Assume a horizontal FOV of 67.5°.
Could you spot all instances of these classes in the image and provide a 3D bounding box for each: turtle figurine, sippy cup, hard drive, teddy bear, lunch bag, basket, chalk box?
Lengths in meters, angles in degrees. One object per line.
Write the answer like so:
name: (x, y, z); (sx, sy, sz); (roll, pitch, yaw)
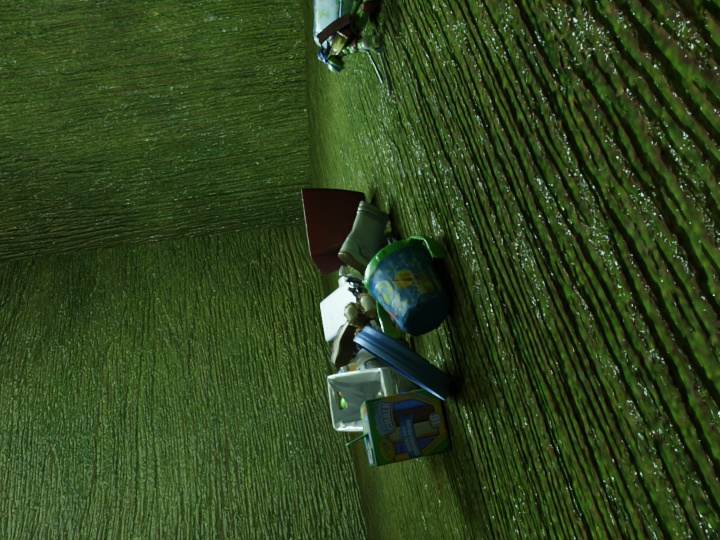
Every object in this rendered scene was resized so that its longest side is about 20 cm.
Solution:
turtle figurine: (0.022, -0.495, 1.123); (0.197, 0.197, 0.144); (-68, -9, 24)
sippy cup: (0.091, 0.038, 0.954); (0.180, 0.137, 0.131); (74, 168, -46)
hard drive: (-0.059, 0.124, 1.683); (0.199, 0.025, 0.135); (-39, 55, 47)
teddy bear: (0.047, 0.131, 1.254); (0.146, 0.198, 0.067); (-52, 11, 27)
lunch bag: (-0.035, -0.607, 1.194); (0.162, 0.081, 0.202); (-57, -14, -32)
basket: (0.033, 0.301, 1.277); (0.198, 0.122, 0.139); (-17, 78, 43)
chalk box: (0.065, 0.320, 1.088); (0.125, 0.195, 0.127); (108, 153, -70)

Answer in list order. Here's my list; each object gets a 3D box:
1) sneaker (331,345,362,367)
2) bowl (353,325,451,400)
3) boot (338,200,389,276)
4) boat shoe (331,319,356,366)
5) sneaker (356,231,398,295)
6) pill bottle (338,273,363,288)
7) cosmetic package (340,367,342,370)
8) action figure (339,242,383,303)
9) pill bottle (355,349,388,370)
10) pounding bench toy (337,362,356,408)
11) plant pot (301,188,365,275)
sneaker: (-0.003, 0.221, 1.603); (0.074, 0.199, 0.081); (41, 161, 28)
bowl: (0.079, 0.166, 0.984); (0.040, 0.199, 0.201); (-57, 4, -9)
boot: (0.037, -0.063, 1.338); (0.199, 0.071, 0.158); (36, -111, -46)
boat shoe: (-0.041, 0.177, 1.489); (0.202, 0.071, 0.073); (108, 147, -41)
sneaker: (0.043, 0.016, 1.262); (0.075, 0.113, 0.205); (-148, 51, -79)
pill bottle: (-0.013, 0.119, 1.739); (0.115, 0.112, 0.204); (103, 158, -67)
cosmetic package: (-0.022, 0.220, 1.870); (0.201, 0.120, 0.203); (99, 162, -66)
action figure: (0.000, 0.000, 1.439); (0.119, 0.100, 0.204); (-53, -23, -77)
pill bottle: (0.050, 0.308, 1.476); (0.201, 0.111, 0.116); (-109, 14, -56)
pounding bench toy: (0.012, 0.386, 1.655); (0.125, 0.152, 0.204); (-113, 17, -60)
plant pot: (-0.056, -0.121, 1.547); (0.200, 0.172, 0.205); (67, -167, -74)
